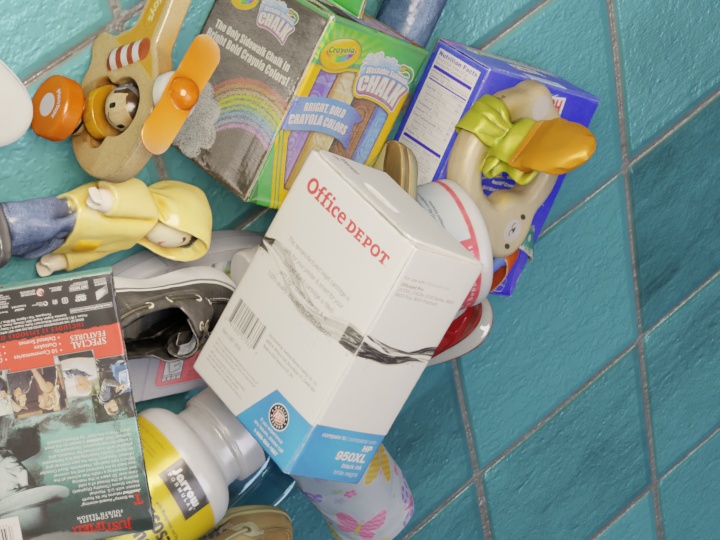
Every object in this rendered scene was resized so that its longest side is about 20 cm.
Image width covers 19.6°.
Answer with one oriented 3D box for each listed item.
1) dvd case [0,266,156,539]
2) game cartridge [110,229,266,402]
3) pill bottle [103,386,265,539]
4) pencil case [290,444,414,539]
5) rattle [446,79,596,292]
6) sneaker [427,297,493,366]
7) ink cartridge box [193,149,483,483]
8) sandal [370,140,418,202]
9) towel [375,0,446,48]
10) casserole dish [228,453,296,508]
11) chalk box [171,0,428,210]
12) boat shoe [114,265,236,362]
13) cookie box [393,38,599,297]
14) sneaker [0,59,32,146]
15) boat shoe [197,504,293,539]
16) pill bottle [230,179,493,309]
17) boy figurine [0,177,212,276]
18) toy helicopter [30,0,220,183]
[{"bbox_3d":[-0.234,0.106,1.517,0.145,0.022,0.202,-10,104,-5],"label":"dvd case"},{"bbox_3d":[-0.134,0.034,1.722,0.199,0.041,0.134,-12,120,-43],"label":"game cartridge"},{"bbox_3d":[-0.179,0.184,1.709,0.199,0.112,0.113,-36,139,-19],"label":"pill bottle"},{"bbox_3d":[-0.023,0.171,1.836,0.200,0.090,0.084,55,33,-50],"label":"pencil case"},{"bbox_3d":[0.156,-0.050,1.774,0.130,0.142,0.201,-38,134,-46],"label":"rattle"},{"bbox_3d":[0.010,0.063,1.835,0.200,0.079,0.115,-38,144,13],"label":"sneaker"},{"bbox_3d":[-0.018,0.034,1.559,0.084,0.145,0.201,14,112,-44],"label":"ink cartridge box"},{"bbox_3d":[0.024,0.001,1.627,0.054,0.080,0.202,15,79,-41],"label":"sandal"},{"bbox_3d":[0.015,-0.156,1.699,0.112,0.048,0.201,-70,-175,-75],"label":"towel"},{"bbox_3d":[-0.131,0.194,1.837,0.200,0.039,0.122,-42,141,-17],"label":"casserole dish"},{"bbox_3d":[-0.044,-0.156,1.608,0.123,0.124,0.201,15,106,-51],"label":"chalk box"},{"bbox_3d":[-0.150,0.041,1.607,0.070,0.066,0.199,-54,153,18],"label":"boat shoe"},{"bbox_3d":[0.103,-0.089,1.856,0.170,0.075,0.201,10,110,-48],"label":"cookie box"},{"bbox_3d":[-0.285,-0.127,1.407,0.073,0.071,0.200,-57,143,2],"label":"sneaker"},{"bbox_3d":[-0.128,0.260,1.805,0.199,0.063,0.074,-18,128,-40],"label":"boat shoe"},{"bbox_3d":[0.000,0.000,1.707,0.199,0.109,0.109,-16,129,-20],"label":"pill bottle"},{"bbox_3d":[-0.201,-0.029,1.558,0.199,0.065,0.124,-5,156,-38],"label":"boy figurine"},{"bbox_3d":[-0.147,-0.157,1.489,0.079,0.132,0.201,20,95,-41],"label":"toy helicopter"}]
